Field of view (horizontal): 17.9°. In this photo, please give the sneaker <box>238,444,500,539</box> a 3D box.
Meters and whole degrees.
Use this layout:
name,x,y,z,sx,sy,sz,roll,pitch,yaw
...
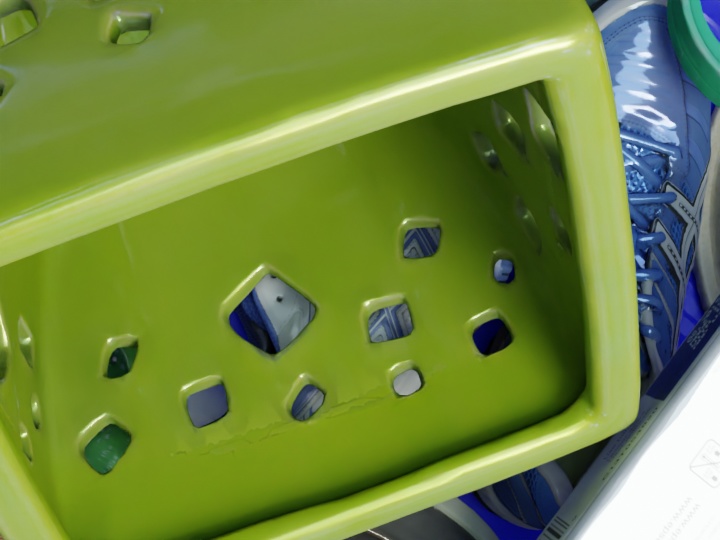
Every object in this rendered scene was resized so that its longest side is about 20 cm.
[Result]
name,x,y,z,sx,sy,sz,roll,pitch,yaw
sneaker,0.023,0.149,0.756,0.075,0.107,0.200,-30,120,28

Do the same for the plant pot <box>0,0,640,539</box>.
name,x,y,z,sx,sy,sz,roll,pitch,yaw
plant pot,-0.040,-0.040,0.686,0.199,0.199,0.182,-18,53,-3

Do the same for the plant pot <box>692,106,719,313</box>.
name,x,y,z,sx,sy,sz,roll,pitch,yaw
plant pot,0.244,-0.020,0.813,0.199,0.183,0.202,1,87,-15

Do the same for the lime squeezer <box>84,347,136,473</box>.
name,x,y,z,sx,sy,sz,roll,pitch,yaw
lime squeezer,-0.096,0.049,0.770,0.038,0.070,0.201,-33,62,24

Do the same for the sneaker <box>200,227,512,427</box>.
name,x,y,z,sx,sy,sz,roll,pitch,yaw
sneaker,0.000,0.000,0.802,0.088,0.075,0.201,23,81,-12

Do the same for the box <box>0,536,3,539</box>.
name,x,y,z,sx,sy,sz,roll,pitch,yaw
box,-0.203,0.052,0.763,0.136,0.039,0.201,-20,93,-16

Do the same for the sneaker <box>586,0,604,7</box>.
name,x,y,z,sx,sy,sz,roll,pitch,yaw
sneaker,0.061,-0.191,0.826,0.130,0.079,0.201,3,86,-16

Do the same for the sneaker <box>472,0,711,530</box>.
name,x,y,z,sx,sy,sz,roll,pitch,yaw
sneaker,0.091,0.000,0.811,0.075,0.077,0.201,9,96,-13

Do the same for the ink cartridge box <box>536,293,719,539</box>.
name,x,y,z,sx,sy,sz,roll,pitch,yaw
ink cartridge box,0.159,0.114,0.731,0.200,0.041,0.200,39,87,-6

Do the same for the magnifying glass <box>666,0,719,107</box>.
name,x,y,z,sx,sy,sz,roll,pitch,yaw
magnifying glass,0.160,-0.136,0.816,0.079,0.022,0.201,17,59,-1
